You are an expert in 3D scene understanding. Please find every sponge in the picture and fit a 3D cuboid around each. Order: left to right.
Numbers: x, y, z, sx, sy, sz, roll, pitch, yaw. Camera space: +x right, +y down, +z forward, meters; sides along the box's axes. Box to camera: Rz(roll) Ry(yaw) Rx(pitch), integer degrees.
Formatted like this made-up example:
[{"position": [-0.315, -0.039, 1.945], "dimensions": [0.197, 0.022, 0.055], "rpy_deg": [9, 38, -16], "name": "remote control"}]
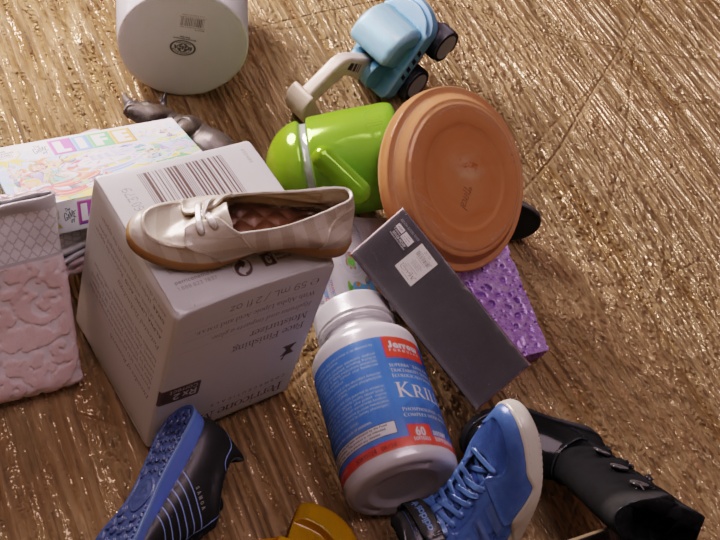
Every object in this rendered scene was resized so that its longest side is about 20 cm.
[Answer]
[{"position": [0.129, 0.014, 1.162], "dimensions": [0.110, 0.030, 0.203], "rpy_deg": [-9, 68, -27], "name": "sponge"}]

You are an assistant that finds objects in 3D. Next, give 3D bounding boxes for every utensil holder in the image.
[{"position": [-0.220, -0.342, 1.270], "dimensions": [0.167, 0.171, 0.202], "rpy_deg": [5, 52, -17], "name": "utensil holder"}]

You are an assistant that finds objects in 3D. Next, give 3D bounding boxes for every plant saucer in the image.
[{"position": [0.106, -0.100, 1.125], "dimensions": [0.198, 0.032, 0.204], "rpy_deg": [2, 87, -35], "name": "plant saucer"}]

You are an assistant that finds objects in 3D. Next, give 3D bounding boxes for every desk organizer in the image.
[{"position": [0.081, 0.039, 1.058], "dimensions": [0.071, 0.077, 0.201], "rpy_deg": [-39, 86, 3], "name": "desk organizer"}]

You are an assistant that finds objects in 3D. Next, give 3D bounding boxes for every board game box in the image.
[{"position": [-0.254, -0.094, 1.014], "dimensions": [0.197, 0.035, 0.134], "rpy_deg": [-15, 36, -27], "name": "board game box"}]

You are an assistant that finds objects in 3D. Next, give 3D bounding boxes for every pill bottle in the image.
[{"position": [0.015, 0.121, 0.998], "dimensions": [0.110, 0.113, 0.202], "rpy_deg": [-2, 51, -22], "name": "pill bottle"}]

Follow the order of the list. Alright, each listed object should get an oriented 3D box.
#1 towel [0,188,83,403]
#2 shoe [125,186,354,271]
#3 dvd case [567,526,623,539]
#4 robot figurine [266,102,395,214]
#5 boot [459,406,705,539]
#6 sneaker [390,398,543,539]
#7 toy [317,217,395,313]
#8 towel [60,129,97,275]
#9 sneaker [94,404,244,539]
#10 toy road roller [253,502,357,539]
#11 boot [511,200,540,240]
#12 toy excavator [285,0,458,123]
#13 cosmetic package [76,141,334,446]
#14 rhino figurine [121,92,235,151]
[{"position": [-0.348, 0.035, 0.895], "dimensions": [0.197, 0.194, 0.032], "rpy_deg": [-13, 23, -29], "name": "towel"}, {"position": [-0.096, -0.044, 0.860], "dimensions": [0.197, 0.054, 0.071], "rpy_deg": [-3, 51, -24], "name": "shoe"}, {"position": [0.170, 0.323, 0.909], "dimensions": [0.197, 0.016, 0.151], "rpy_deg": [-9, 83, -28], "name": "dvd case"}, {"position": [-0.017, -0.120, 1.158], "dimensions": [0.196, 0.118, 0.176], "rpy_deg": [-11, 7, 0], "name": "robot figurine"}, {"position": [0.200, 0.197, 0.969], "dimensions": [0.162, 0.067, 0.200], "rpy_deg": [5, 15, -17], "name": "boot"}, {"position": [0.086, 0.206, 0.900], "dimensions": [0.109, 0.203, 0.077], "rpy_deg": [-4, 33, -23], "name": "sneaker"}, {"position": [0.000, 0.000, 1.132], "dimensions": [0.198, 0.047, 0.117], "rpy_deg": [3, 62, -42], "name": "toy"}, {"position": [-0.298, -0.072, 1.056], "dimensions": [0.190, 0.033, 0.199], "rpy_deg": [31, 43, 31], "name": "towel"}, {"position": [-0.166, 0.218, 0.879], "dimensions": [0.078, 0.070, 0.202], "rpy_deg": [43, 58, -26], "name": "sneaker"}, {"position": [-0.020, 0.282, 0.847], "dimensions": [0.197, 0.124, 0.147], "rpy_deg": [21, 35, -2], "name": "toy road roller"}, {"position": [0.141, -0.137, 1.298], "dimensions": [0.197, 0.070, 0.176], "rpy_deg": [19, 48, -2], "name": "boot"}, {"position": [0.007, -0.274, 1.331], "dimensions": [0.100, 0.195, 0.199], "rpy_deg": [46, 22, 20], "name": "toy excavator"}, {"position": [-0.151, 0.021, 0.960], "dimensions": [0.163, 0.201, 0.166], "rpy_deg": [-19, 58, -32], "name": "cosmetic package"}, {"position": [-0.197, -0.145, 1.178], "dimensions": [0.199, 0.060, 0.087], "rpy_deg": [36, 28, 11], "name": "rhino figurine"}]
